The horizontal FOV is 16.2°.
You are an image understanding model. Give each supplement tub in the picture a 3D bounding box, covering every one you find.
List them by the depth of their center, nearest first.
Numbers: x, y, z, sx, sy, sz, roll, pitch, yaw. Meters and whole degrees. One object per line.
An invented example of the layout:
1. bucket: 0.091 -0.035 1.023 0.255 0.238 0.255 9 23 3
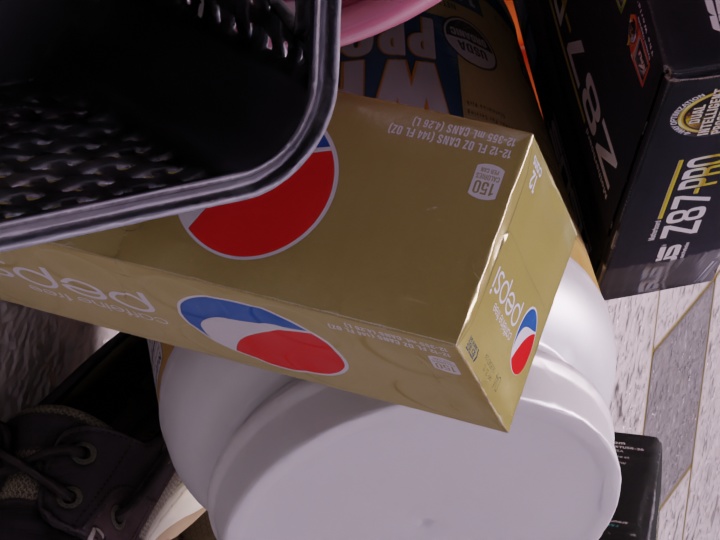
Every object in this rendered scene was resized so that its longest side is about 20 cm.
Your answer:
1. supplement tub: 0.000 0.000 0.811 0.145 0.144 0.200 76 -1 -51

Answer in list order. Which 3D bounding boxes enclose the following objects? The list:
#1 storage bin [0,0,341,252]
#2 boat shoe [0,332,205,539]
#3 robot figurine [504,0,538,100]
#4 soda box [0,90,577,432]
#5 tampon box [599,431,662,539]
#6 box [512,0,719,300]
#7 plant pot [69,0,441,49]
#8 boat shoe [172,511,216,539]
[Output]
1. storage bin: -0.109 -0.079 0.534 0.199 0.094 0.136 -14 119 -34
2. boat shoe: -0.097 0.072 0.820 0.200 0.072 0.065 -45 133 -54
3. robot figurine: 0.063 -0.046 1.031 0.199 0.117 0.144 -24 163 -12
4. soda box: -0.047 -0.017 0.701 0.068 0.199 0.064 57 50 -62
5. tampon box: 0.047 0.179 1.109 0.126 0.149 0.201 -65 162 -65
6. box: 0.081 -0.113 0.792 0.161 0.049 0.201 94 -16 -68
7. plant pot: -0.027 -0.162 0.715 0.179 0.199 0.201 -51 151 -81
8. boat shoe: -0.052 0.132 0.980 0.068 0.072 0.201 -85 170 -54
